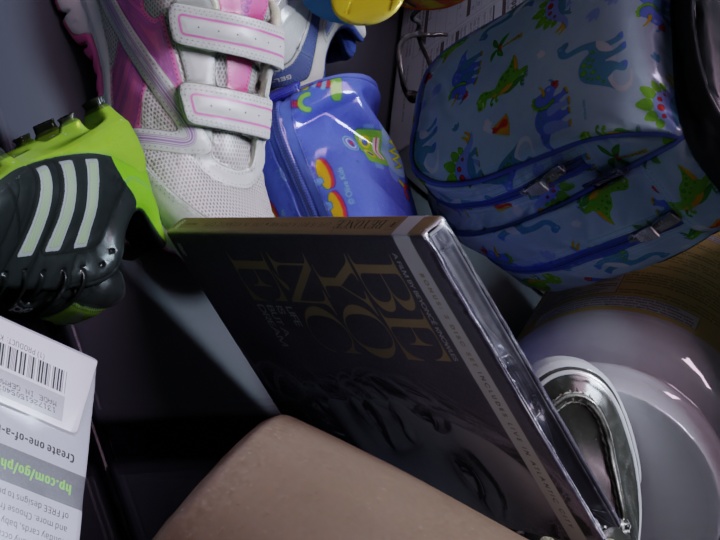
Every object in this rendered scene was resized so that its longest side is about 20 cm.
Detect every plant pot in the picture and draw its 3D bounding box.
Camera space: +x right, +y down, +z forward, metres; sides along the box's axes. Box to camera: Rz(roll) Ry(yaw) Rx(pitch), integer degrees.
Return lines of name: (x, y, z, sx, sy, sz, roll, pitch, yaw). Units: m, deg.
plant pot: (-0.003, 0.153, 0.785, 0.174, 0.200, 0.200, 39, 32, 6)

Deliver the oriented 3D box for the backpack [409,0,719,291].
backpack: (0.120, -0.073, 1.008, 0.153, 0.200, 0.164, 20, 59, -22)

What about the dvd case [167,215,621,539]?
dvd case: (0.008, 0.042, 0.856, 0.016, 0.200, 0.149, -41, 112, -26)

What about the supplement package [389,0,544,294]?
supplement package: (0.142, -0.115, 1.170, 0.152, 0.200, 0.151, 39, 36, -27)

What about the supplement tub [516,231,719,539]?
supplement tub: (0.147, 0.065, 1.073, 0.146, 0.145, 0.200, 52, 33, -8)

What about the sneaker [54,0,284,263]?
sneaker: (-0.077, -0.092, 0.961, 0.081, 0.088, 0.201, 2, 61, -52)

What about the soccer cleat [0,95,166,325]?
soccer cleat: (-0.137, -0.009, 0.835, 0.081, 0.067, 0.200, 64, 30, -8)

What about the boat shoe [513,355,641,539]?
boat shoe: (0.099, 0.140, 0.935, 0.064, 0.070, 0.201, -168, -103, -82)

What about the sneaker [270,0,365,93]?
sneaker: (-0.031, -0.156, 1.113, 0.088, 0.075, 0.200, 60, 34, -22)

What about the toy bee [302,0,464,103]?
toy bee: (0.022, -0.173, 1.030, 0.200, 0.108, 0.132, 14, 63, -56)

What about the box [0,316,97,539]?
box: (-0.166, 0.098, 0.693, 0.156, 0.041, 0.201, 27, 51, -38)

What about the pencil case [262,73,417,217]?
pencil case: (0.000, 0.000, 0.993, 0.087, 0.078, 0.201, 38, 30, -65)
